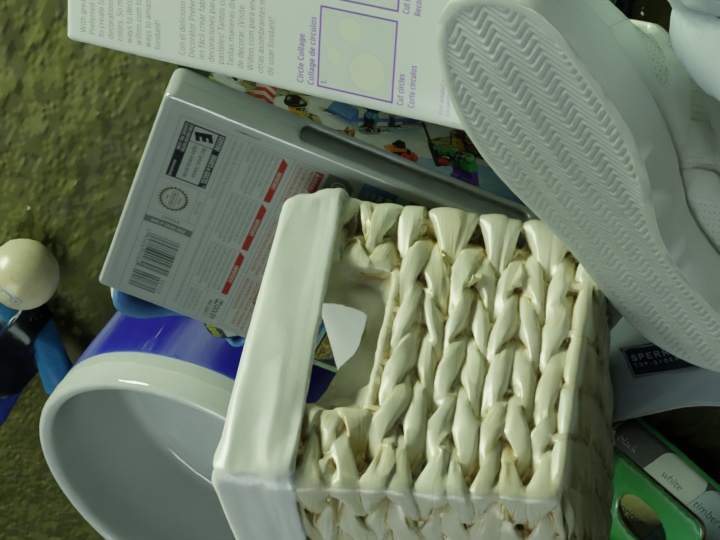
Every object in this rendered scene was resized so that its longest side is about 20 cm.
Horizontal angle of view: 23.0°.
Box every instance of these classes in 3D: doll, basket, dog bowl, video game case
[{"bbox_3d":[-0.217,0.044,1.038,0.136,0.048,0.200,42,137,3],"label":"doll"},{"bbox_3d":[0.033,0.080,0.693,0.123,0.136,0.200,3,144,14],"label":"basket"},{"bbox_3d":[-0.073,0.104,0.979,0.200,0.079,0.200,19,141,16],"label":"dog bowl"},{"bbox_3d":[0.000,0.000,0.729,0.199,0.018,0.143,22,144,-7],"label":"video game case"}]

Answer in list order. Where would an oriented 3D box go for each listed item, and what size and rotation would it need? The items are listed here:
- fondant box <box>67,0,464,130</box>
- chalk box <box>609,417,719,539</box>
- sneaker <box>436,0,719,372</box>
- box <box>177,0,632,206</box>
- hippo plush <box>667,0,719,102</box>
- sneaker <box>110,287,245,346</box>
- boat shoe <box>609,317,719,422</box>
[{"bbox_3d":[-0.010,-0.139,0.637,0.199,0.058,0.145,15,117,21],"label":"fondant box"},{"bbox_3d":[0.124,0.167,0.841,0.124,0.124,0.200,43,153,34],"label":"chalk box"},{"bbox_3d":[0.104,-0.064,0.593,0.074,0.116,0.200,17,158,41],"label":"sneaker"},{"bbox_3d":[0.013,-0.092,0.731,0.199,0.038,0.137,14,139,23],"label":"box"},{"bbox_3d":[0.152,-0.124,0.494,0.159,0.161,0.200,-1,132,36],"label":"hippo plush"},{"bbox_3d":[-0.029,0.004,0.833,0.199,0.082,0.074,8,136,26],"label":"sneaker"},{"bbox_3d":[0.159,0.020,0.733,0.200,0.065,0.074,-2,112,45],"label":"boat shoe"}]
